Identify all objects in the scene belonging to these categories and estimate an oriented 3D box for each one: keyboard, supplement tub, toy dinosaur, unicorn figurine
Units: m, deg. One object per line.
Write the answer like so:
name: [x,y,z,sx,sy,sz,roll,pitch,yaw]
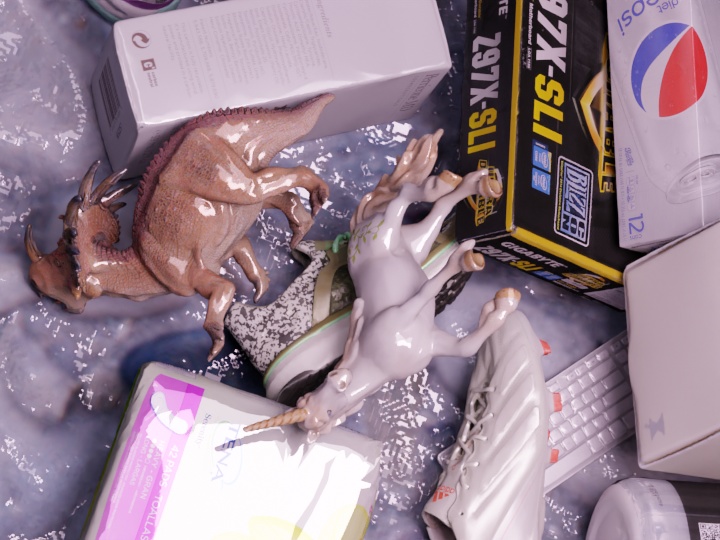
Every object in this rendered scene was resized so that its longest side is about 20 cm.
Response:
keyboard: [0.139,0.086,1.706,0.200,0.011,0.056,-32,84,-21]
supplement tub: [0.240,0.189,1.642,0.200,0.123,0.123,5,73,-12]
toy dinosaur: [-0.101,-0.040,1.599,0.135,0.086,0.200,36,93,0]
unicorn figurine: [0.020,0.018,1.574,0.074,0.137,0.200,43,30,-22]

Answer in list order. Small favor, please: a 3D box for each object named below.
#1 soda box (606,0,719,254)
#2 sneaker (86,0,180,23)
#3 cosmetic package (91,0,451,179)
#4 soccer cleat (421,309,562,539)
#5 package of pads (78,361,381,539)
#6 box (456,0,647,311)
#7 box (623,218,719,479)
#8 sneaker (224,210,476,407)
soda box: [0.194,-0.110,1.669,0.068,0.063,0.201,12,72,-48]
sneaker: [-0.169,-0.246,1.655,0.200,0.140,0.078,43,68,0]
cosmetic package: [-0.055,-0.119,1.670,0.200,0.102,0.074,-12,77,-16]
soccer cleat: [0.075,0.121,1.642,0.077,0.069,0.201,3,81,-13]
package of pads: [-0.083,0.168,1.580,0.154,0.068,0.200,20,79,-7]
box: [0.130,-0.092,1.689,0.160,0.049,0.200,21,65,-42]
box: [0.269,0.054,1.639,0.200,0.109,0.128,9,67,-30]
sneaker: [0.000,0.000,1.668,0.200,0.077,0.089,-37,74,-25]
